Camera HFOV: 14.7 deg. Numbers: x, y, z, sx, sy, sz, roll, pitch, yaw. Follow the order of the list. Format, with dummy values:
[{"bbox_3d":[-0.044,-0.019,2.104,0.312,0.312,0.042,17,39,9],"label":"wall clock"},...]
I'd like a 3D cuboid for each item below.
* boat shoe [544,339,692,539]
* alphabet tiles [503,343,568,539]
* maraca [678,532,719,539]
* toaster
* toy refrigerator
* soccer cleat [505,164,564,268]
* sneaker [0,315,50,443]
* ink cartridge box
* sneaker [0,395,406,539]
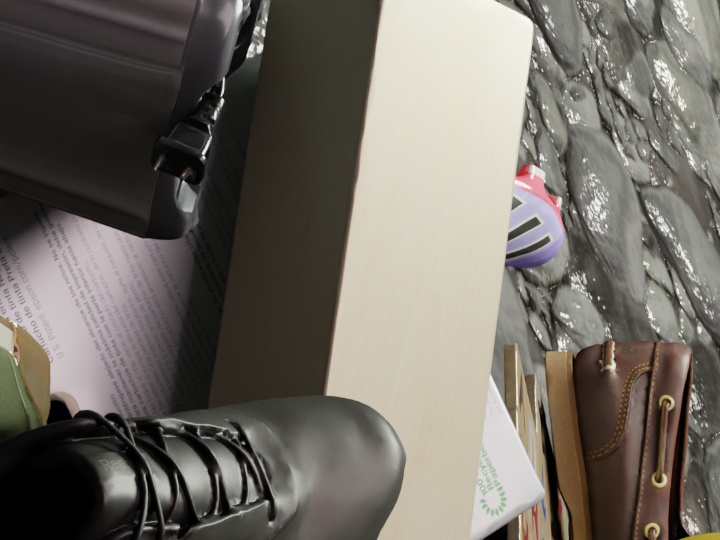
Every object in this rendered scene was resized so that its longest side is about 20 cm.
[{"bbox_3d":[0.123,0.131,1.219,0.070,0.070,0.202,-48,133,-83],"label":"boat shoe"},{"bbox_3d":[0.077,0.129,1.166,0.201,0.007,0.168,74,13,-50],"label":"alphabet tiles"},{"bbox_3d":[0.117,0.180,1.073,0.106,0.201,0.137,25,44,1],"label":"maraca"},{"bbox_3d":[-0.097,-0.095,0.928,0.201,0.128,0.114,-77,-178,-51],"label":"toaster"},{"bbox_3d":[0.000,0.000,0.972,0.076,0.070,0.201,20,70,-39],"label":"toy refrigerator"},{"bbox_3d":[0.028,-0.028,1.233,0.200,0.066,0.077,34,73,-57],"label":"soccer cleat"},{"bbox_3d":[-0.167,0.039,0.803,0.200,0.067,0.090,34,50,-49],"label":"sneaker"},{"bbox_3d":[-0.050,0.040,1.002,0.199,0.041,0.201,-28,97,-34],"label":"ink cartridge box"},{"bbox_3d":[-0.066,0.076,0.832,0.199,0.091,0.076,-19,65,-31],"label":"sneaker"}]
